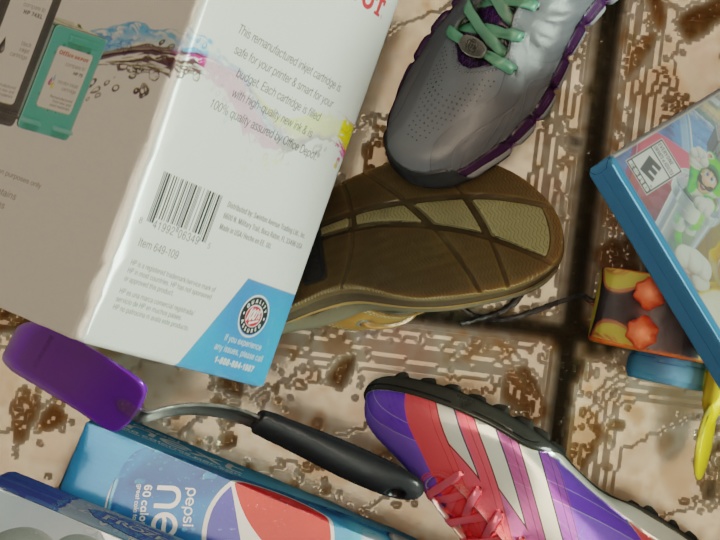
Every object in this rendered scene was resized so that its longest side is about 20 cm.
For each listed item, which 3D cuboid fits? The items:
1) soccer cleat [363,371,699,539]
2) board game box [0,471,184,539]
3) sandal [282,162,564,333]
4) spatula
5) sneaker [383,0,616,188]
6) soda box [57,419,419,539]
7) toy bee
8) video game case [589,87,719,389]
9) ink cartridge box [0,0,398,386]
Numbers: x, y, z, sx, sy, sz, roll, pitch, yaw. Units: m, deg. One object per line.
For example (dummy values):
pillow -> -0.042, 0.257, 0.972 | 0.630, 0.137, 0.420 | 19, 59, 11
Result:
soccer cleat -> 0.079, 0.121, 0.831 | 0.200, 0.068, 0.073 | 33, 70, -2
board game box -> -0.101, 0.217, 0.784 | 0.198, 0.043, 0.201 | 21, 94, 8
sandal -> 0.000, 0.000, 0.847 | 0.199, 0.054, 0.081 | -14, 58, 16
spatula -> -0.062, 0.067, 0.802 | 0.199, 0.057, 0.021 | 19, 56, -14
sneaker -> 0.071, -0.132, 0.816 | 0.074, 0.088, 0.200 | 32, 77, 28
soda box -> -0.043, 0.133, 0.838 | 0.199, 0.068, 0.064 | 22, 90, 2
toy bee -> 0.146, 0.030, 0.817 | 0.199, 0.109, 0.132 | -10, 90, 1
video game case -> 0.205, -0.024, 0.805 | 0.200, 0.018, 0.144 | -30, 88, -36
ink cartridge box -> -0.099, -0.074, 0.783 | 0.146, 0.147, 0.201 | 19, 88, 29
